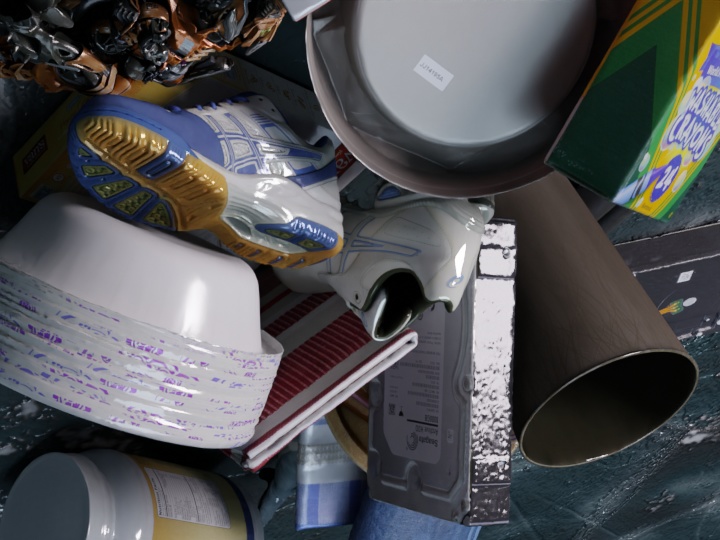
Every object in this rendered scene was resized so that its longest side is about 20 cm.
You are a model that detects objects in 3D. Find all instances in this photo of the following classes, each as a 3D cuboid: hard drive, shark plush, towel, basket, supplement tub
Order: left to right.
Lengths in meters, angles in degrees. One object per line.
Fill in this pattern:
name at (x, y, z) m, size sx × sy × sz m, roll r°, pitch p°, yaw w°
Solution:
supplement tub at (-0.197, 0.235, 1.183) m, size 0.144 × 0.145 × 0.199 m, roll -38°, pitch 143°, yaw 26°
towel at (-0.061, 0.059, 0.940) m, size 0.144 × 0.200 × 0.023 m, roll -36°, pitch 118°, yaw -15°
shark plush at (-0.046, 0.173, 1.230) m, size 0.200 × 0.084 × 0.091 m, roll -37°, pitch 144°, yaw 24°
towel at (0.017, 0.116, 1.133) m, size 0.146 × 0.024 × 0.202 m, roll -1°, pitch 103°, yaw -26°
towel at (0.057, 0.187, 1.131) m, size 0.111 × 0.049 × 0.201 m, roll 16°, pitch 98°, yaw -26°
hard drive at (0.053, 0.067, 0.943) m, size 0.038 × 0.202 × 0.139 m, roll 1°, pitch 180°, yaw -28°
basket at (0.136, 0.020, 0.992) m, size 0.136 × 0.201 × 0.180 m, roll -32°, pitch 150°, yaw 11°
hard drive at (0.261, 0.021, 1.218) m, size 0.199 × 0.038 × 0.140 m, roll -13°, pitch 146°, yaw -13°

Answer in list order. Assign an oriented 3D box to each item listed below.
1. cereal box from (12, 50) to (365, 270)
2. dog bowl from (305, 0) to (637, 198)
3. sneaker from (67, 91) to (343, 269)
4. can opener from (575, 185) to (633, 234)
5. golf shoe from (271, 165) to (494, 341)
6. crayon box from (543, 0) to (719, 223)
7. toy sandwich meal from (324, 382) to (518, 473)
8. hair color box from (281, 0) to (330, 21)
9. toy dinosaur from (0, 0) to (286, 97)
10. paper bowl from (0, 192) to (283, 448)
cereal box at (-0.102, -0.074, 0.884) m, size 0.199 × 0.040 × 0.144 m, roll 19°, pitch 131°, yaw -44°
dog bowl at (0.061, -0.145, 0.781) m, size 0.198 × 0.059 × 0.201 m, roll -4°, pitch 113°, yaw -9°
sneaker at (-0.088, -0.069, 0.794) m, size 0.075 × 0.089 × 0.200 m, roll -15°, pitch 154°, yaw 35°
can opener at (0.210, -0.095, 1.023) m, size 0.053 × 0.067 × 0.200 m, roll -2°, pitch 156°, yaw -27°
golf shoe at (0.000, 0.000, 0.885) m, size 0.078 × 0.098 × 0.200 m, roll 23°, pitch 155°, yaw -30°
crayon box at (0.193, -0.129, 0.777) m, size 0.201 × 0.051 × 0.126 m, roll -62°, pitch 155°, yaw 10°
toy sandwich meal at (0.054, 0.074, 1.058) m, size 0.204 × 0.207 × 0.070 m, roll -8°, pitch 171°, yaw -18°
hair color box at (0.024, -0.225, 0.669) m, size 0.199 × 0.064 × 0.111 m, roll -29°, pitch 106°, yaw 12°
toy dinosaur at (-0.143, -0.129, 0.724) m, size 0.199 × 0.103 × 0.136 m, roll -28°, pitch 145°, yaw 12°
paper bowl at (-0.141, 0.023, 0.818) m, size 0.200 × 0.200 × 0.105 m, roll 19°, pitch 94°, yaw -45°
